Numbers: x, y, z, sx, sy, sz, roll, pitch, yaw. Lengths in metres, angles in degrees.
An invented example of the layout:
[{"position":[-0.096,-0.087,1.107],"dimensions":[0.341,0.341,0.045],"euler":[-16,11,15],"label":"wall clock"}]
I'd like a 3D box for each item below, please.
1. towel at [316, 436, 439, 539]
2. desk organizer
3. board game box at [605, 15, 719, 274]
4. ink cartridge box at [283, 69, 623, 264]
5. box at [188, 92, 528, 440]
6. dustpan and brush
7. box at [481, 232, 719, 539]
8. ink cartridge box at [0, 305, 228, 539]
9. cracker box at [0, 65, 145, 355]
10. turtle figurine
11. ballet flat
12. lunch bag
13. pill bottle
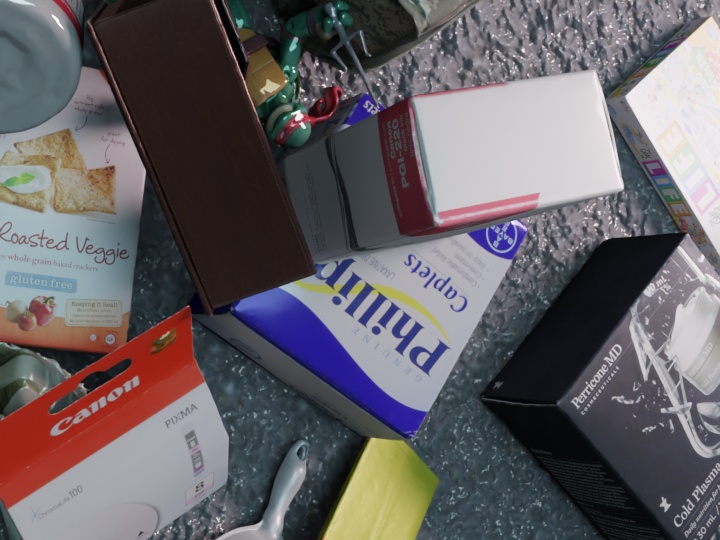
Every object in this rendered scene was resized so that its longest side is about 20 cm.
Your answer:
[{"position":[0.002,0.214,1.015],"dimensions":[0.086,0.018,0.201],"euler":[50,44,-22],"label":"towel"},{"position":[-0.097,-0.083,0.836],"dimensions":[0.077,0.072,0.201],"euler":[-18,110,5],"label":"desk organizer"},{"position":[0.327,-0.116,1.227],"dimensions":[0.134,0.034,0.200],"euler":[-42,107,-22],"label":"board game box"},{"position":[0.054,-0.064,0.873],"dimensions":[0.145,0.200,0.085],"euler":[-12,87,-27],"label":"ink cartridge box"},{"position":[0.000,0.000,1.013],"dimensions":[0.184,0.105,0.201],"euler":[37,73,-21],"label":"box"},{"position":[-0.076,0.227,1.000],"dimensions":[0.139,0.057,0.201],"euler":[32,82,-36],"label":"dustpan and brush"},{"position":[0.247,0.107,1.131],"dimensions":[0.197,0.124,0.200],"euler":[47,69,-16],"label":"box"},{"position":[-0.165,0.131,0.881],"dimensions":[0.162,0.200,0.057],"euler":[-33,69,-24],"label":"ink cartridge box"},{"position":[-0.225,-0.046,0.922],"dimensions":[0.133,0.058,0.202],"euler":[8,84,-27],"label":"cracker box"},{"position":[-0.088,-0.152,0.944],"dimensions":[0.149,0.101,0.200],"euler":[-38,79,-18],"label":"turtle figurine"},{"position":[-0.247,0.068,0.838],"dimensions":[0.199,0.072,0.072],"euler":[25,77,-32],"label":"ballet flat"},{"position":[0.037,-0.236,0.988],"dimensions":[0.164,0.200,0.118],"euler":[-37,100,-20],"label":"lunch bag"},{"position":[-0.233,-0.192,0.848],"dimensions":[0.110,0.111,0.201],"euler":[18,40,-26],"label":"pill bottle"}]
